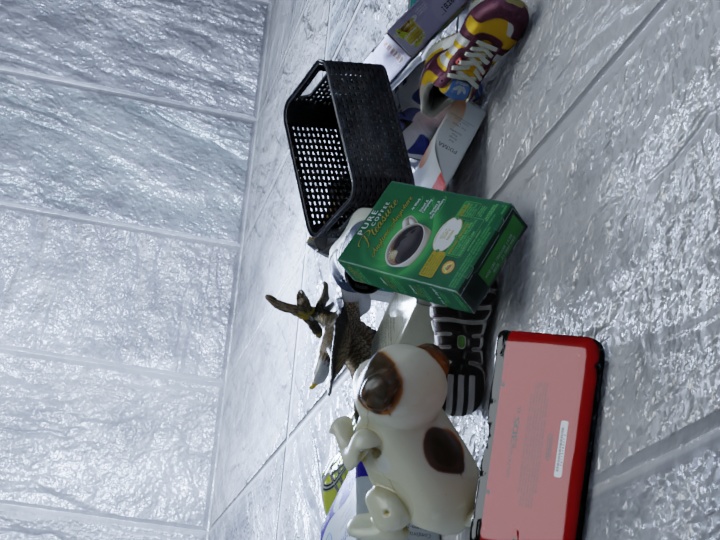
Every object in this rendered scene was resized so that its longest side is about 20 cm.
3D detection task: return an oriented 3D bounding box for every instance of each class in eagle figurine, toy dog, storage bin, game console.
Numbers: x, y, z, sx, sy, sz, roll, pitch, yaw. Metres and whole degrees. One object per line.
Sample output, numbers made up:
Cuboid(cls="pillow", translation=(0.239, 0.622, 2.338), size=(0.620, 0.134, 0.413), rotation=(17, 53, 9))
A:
Cuboid(cls="eagle figurine", translation=(-0.022, 0.106, 1.832), size=(0.200, 0.150, 0.152), rotation=(39, 133, 51))
Cuboid(cls="toy dog", translation=(0.049, 0.178, 1.457), size=(0.193, 0.139, 0.202), rotation=(8, 115, 57))
Cuboid(cls="storage bin", translation=(-0.017, -0.153, 1.746), size=(0.135, 0.093, 0.202), rotation=(-43, 54, 52))
Cuboid(cls="game console", translation=(0.175, 0.164, 1.285), size=(0.171, 0.118, 0.202), rotation=(2, 82, 47))

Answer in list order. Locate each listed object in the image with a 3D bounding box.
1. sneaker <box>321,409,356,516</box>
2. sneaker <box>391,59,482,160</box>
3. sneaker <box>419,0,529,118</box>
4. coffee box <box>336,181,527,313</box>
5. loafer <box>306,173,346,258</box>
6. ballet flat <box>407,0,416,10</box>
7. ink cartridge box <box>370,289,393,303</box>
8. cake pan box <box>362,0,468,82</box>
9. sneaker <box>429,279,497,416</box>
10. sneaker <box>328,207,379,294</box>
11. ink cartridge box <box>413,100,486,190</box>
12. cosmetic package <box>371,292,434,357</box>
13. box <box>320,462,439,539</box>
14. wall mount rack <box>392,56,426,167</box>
Cuboid(cls="sneaker", translation=(-0.008, 0.284, 1.907), size=(0.077, 0.075, 0.202), rotation=(-103, 24, -62))
Cuboid(cls="sneaker", translation=(0.094, -0.205, 1.812), size=(0.198, 0.115, 0.081), rotation=(-25, 55, 39))
Cuboid(cls="sneaker", translation=(0.133, -0.249, 1.621), size=(0.200, 0.074, 0.091), rotation=(-41, 32, 59))
Cuboid(cls="coffee box", translation=(0.077, -0.029, 1.515), size=(0.199, 0.044, 0.124), rotation=(13, 64, 47))
Cuboid(cls="loafer", translation=(-0.016, -0.107, 1.952), size=(0.073, 0.072, 0.202), rotation=(-108, 37, -75))
Cuboid(cls="ballet flat", translation=(0.124, -0.433, 1.925), size=(0.201, 0.068, 0.067), rotation=(-63, 1, 40))
Cuboid(cls="ink cartridge box", translation=(0.049, -0.037, 1.906), size=(0.200, 0.067, 0.117), rotation=(131, 148, -68))
Cuboid(cls="cake pan box", translation=(0.082, -0.325, 1.813), size=(0.184, 0.052, 0.200), rotation=(-45, 3, -18))
Cuboid(cls="sneaker", translation=(0.103, 0.065, 1.571), size=(0.115, 0.075, 0.202), rotation=(150, 128, -78))
Cuboid(cls="sneaker", translation=(0.000, 0.000, 1.724), size=(0.200, 0.074, 0.085), rotation=(107, 165, -64))
Cuboid(cls="ink cartridge box", translation=(0.077, -0.099, 1.713), size=(0.201, 0.050, 0.162), rotation=(-57, -2, -32))
Cuboid(cls="cosmetic package", translation=(0.073, 0.072, 1.702), size=(0.201, 0.070, 0.106), rotation=(113, 164, -47))
Cuboid(cls="box", translation=(0.020, 0.358, 1.646), size=(0.185, 0.104, 0.201), rotation=(113, 162, -48))
Cuboid(cls="wall mount rack", translation=(0.061, -0.239, 2.025), size=(0.200, 0.074, 0.176), rotation=(-170, 86, -78))
